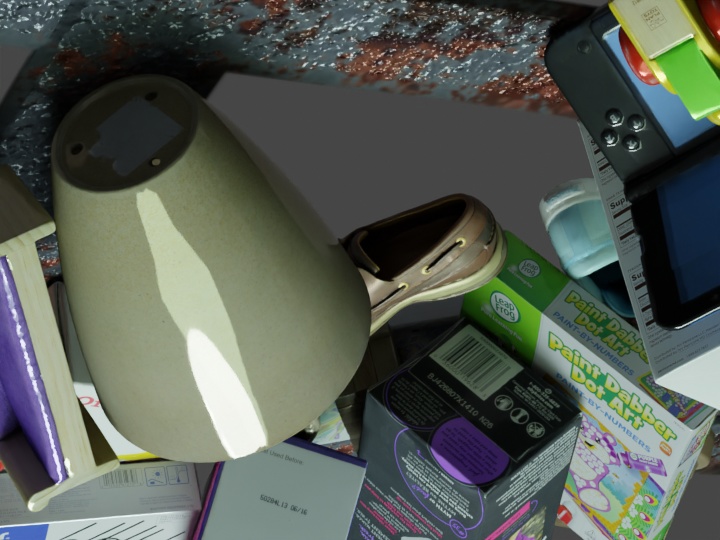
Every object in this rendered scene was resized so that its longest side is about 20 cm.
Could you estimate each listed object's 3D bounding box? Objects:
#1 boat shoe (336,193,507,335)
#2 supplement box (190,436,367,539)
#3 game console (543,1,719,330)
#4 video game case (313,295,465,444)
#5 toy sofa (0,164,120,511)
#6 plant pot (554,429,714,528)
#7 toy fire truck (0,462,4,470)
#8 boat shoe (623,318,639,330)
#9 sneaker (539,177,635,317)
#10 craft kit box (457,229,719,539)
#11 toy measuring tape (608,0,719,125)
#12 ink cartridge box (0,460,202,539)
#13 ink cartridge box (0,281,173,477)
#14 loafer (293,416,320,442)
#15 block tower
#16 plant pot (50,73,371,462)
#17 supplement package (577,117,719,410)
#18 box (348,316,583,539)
[{"bbox_3d":[0.000,0.000,1.501,0.199,0.072,0.068,-24,145,6],"label":"boat shoe"},{"bbox_3d":[-0.069,0.192,1.600,0.101,0.104,0.200,18,161,-3],"label":"supplement box"},{"bbox_3d":[0.222,-0.093,1.293,0.199,0.118,0.171,-29,105,26],"label":"game console"},{"bbox_3d":[-0.014,0.086,1.691,0.199,0.022,0.183,-10,151,-8],"label":"video game case"},{"bbox_3d":[-0.221,0.047,1.329,0.097,0.083,0.201,-23,127,-18],"label":"toy sofa"},{"bbox_3d":[0.174,0.154,1.737,0.200,0.093,0.201,12,169,2],"label":"plant pot"},{"bbox_3d":[-0.277,0.053,1.417,0.141,0.049,0.200,-19,125,46],"label":"toy fire truck"},{"bbox_3d":[0.208,0.066,1.695,0.072,0.060,0.199,6,168,-39],"label":"boat shoe"},{"bbox_3d":[0.191,0.006,1.576,0.074,0.082,0.200,-28,149,26],"label":"sneaker"},{"bbox_3d":[0.151,0.098,1.570,0.048,0.200,0.198,-37,154,-33],"label":"craft kit box"},{"bbox_3d":[0.164,-0.168,1.249,0.073,0.074,0.200,-27,112,24],"label":"toy measuring tape"},{"bbox_3d":[-0.220,0.181,1.571,0.199,0.044,0.094,-3,150,-17],"label":"ink cartridge box"},{"bbox_3d":[-0.196,0.098,1.567,0.147,0.086,0.200,9,146,-34],"label":"ink cartridge box"},{"bbox_3d":[-0.063,0.102,1.606,0.075,0.069,0.200,19,160,-10],"label":"loafer"},{"bbox_3d":[0.014,0.102,1.652,0.054,0.058,0.200,-16,150,3],"label":"block tower"},{"bbox_3d":[-0.108,-0.018,1.330,0.186,0.188,0.200,-17,137,5],"label":"plant pot"},{"bbox_3d":[0.270,-0.022,1.437,0.147,0.201,0.191,-30,147,28],"label":"supplement package"},{"bbox_3d":[0.071,0.154,1.587,0.106,0.122,0.201,-35,152,-30],"label":"box"}]
